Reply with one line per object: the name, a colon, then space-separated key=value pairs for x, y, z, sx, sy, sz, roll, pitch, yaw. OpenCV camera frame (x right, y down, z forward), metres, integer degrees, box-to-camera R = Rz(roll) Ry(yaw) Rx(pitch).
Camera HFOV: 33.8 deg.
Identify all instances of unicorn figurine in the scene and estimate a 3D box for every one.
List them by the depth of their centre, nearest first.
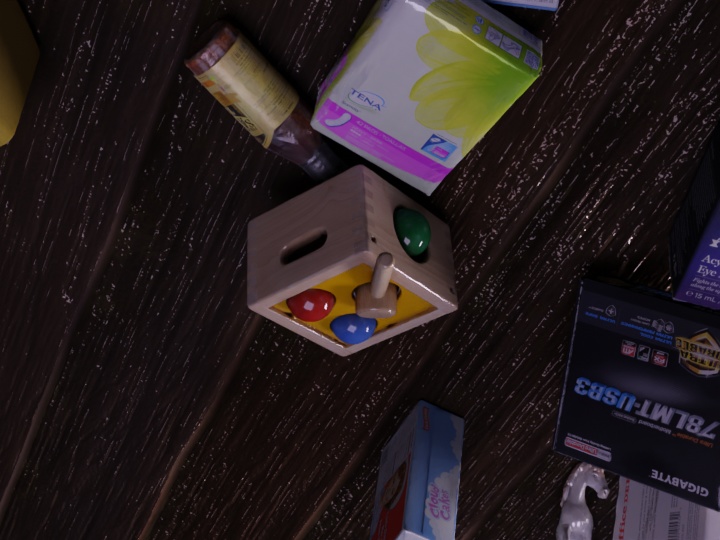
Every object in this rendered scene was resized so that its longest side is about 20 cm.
unicorn figurine: x=0.276 y=0.326 z=1.491 sx=0.073 sy=0.139 sz=0.201 roll=7 pitch=146 yaw=-8

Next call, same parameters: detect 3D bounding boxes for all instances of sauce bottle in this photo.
sauce bottle: x=-0.087 y=-0.157 z=1.178 sx=0.066 sy=0.066 sz=0.200 roll=-30 pitch=117 yaw=30

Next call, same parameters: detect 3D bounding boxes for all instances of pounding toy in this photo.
pounding toy: x=0.000 y=0.000 z=1.190 sx=0.199 sy=0.144 sz=0.183 roll=-24 pitch=144 yaw=31

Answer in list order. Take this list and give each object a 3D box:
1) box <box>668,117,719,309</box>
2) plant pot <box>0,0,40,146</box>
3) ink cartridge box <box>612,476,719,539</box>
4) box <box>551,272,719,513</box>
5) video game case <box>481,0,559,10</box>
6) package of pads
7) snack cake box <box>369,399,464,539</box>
box: x=0.399 y=-0.060 z=1.143 sx=0.146 sy=0.105 sz=0.201 roll=12 pitch=131 yaw=1
plant pot: x=-0.424 y=-0.202 z=1.132 sx=0.198 sy=0.202 sz=0.177 roll=-20 pitch=135 yaw=25
ink cartridge box: x=0.374 y=0.269 z=1.345 sx=0.083 sy=0.147 sz=0.200 roll=16 pitch=161 yaw=-13
box: x=0.309 y=0.124 z=1.243 sx=0.198 sy=0.049 sz=0.201 roll=18 pitch=107 yaw=35
video game case: x=0.117 y=-0.327 z=1.029 sx=0.141 sy=0.018 sz=0.202 roll=8 pitch=131 yaw=5
package of pads: x=0.056 y=-0.180 z=1.121 sx=0.153 sy=0.069 sz=0.200 roll=29 pitch=136 yaw=-14
snack cake box: x=0.066 y=0.271 z=1.420 sx=0.067 sy=0.201 sz=0.115 roll=24 pitch=131 yaw=-11
